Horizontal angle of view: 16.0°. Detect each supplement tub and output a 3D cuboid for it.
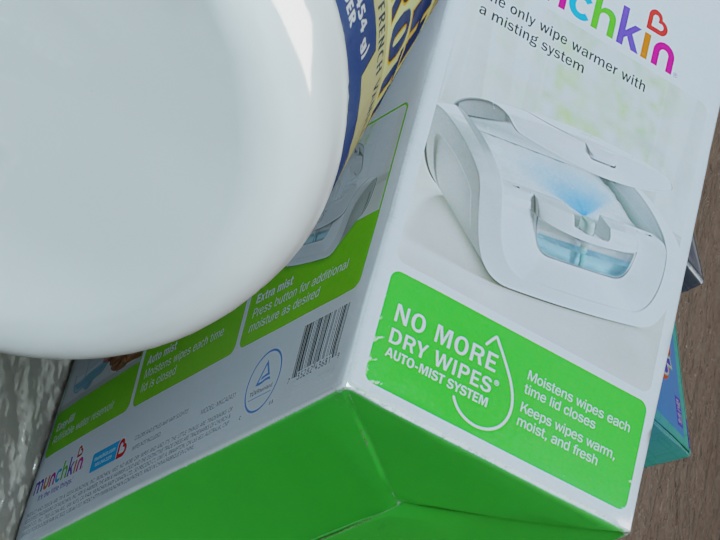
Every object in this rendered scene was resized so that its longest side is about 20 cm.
[{"bbox_3d":[-0.048,-0.089,0.594,0.200,0.143,0.145,-62,156,-53],"label":"supplement tub"}]

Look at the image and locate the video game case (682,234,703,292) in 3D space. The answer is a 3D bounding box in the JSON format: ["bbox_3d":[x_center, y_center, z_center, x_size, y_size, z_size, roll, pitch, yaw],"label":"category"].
[{"bbox_3d":[0.099,-0.097,1.188,0.200,0.019,0.144,45,29,-43],"label":"video game case"}]

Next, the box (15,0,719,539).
[{"bbox_3d":[0.000,0.000,0.739,0.200,0.096,0.177,-31,-143,53],"label":"box"}]

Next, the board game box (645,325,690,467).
[{"bbox_3d":[0.088,-0.012,1.178,0.200,0.045,0.153,39,41,-51],"label":"board game box"}]
